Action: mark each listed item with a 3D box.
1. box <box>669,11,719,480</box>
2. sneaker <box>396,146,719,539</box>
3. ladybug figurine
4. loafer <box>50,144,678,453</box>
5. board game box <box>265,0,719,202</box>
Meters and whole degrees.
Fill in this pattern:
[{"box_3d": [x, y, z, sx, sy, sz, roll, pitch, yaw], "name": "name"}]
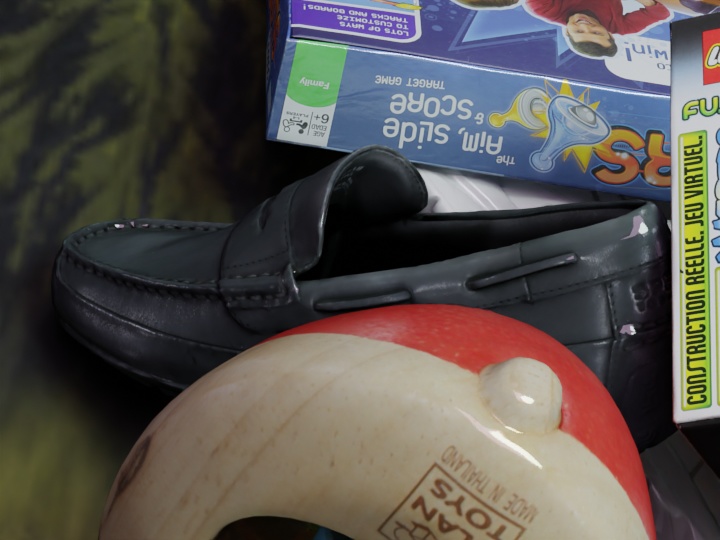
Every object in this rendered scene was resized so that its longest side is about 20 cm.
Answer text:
[{"box_3d": [0.128, 0.028, 0.710, 0.035, 0.200, 0.111, -9, 60, 22], "name": "box"}, {"box_3d": [0.084, 0.028, 0.761, 0.099, 0.078, 0.200, -25, 73, -26], "name": "sneaker"}, {"box_3d": [0.009, 0.071, 0.656, 0.136, 0.200, 0.072, 37, 52, -1], "name": "ladybug figurine"}, {"box_3d": [0.000, 0.000, 0.709, 0.200, 0.071, 0.068, 8, 25, 35], "name": "loafer"}, {"box_3d": [0.072, -0.072, 0.793, 0.199, 0.035, 0.136, 9, 33, -7], "name": "board game box"}]
